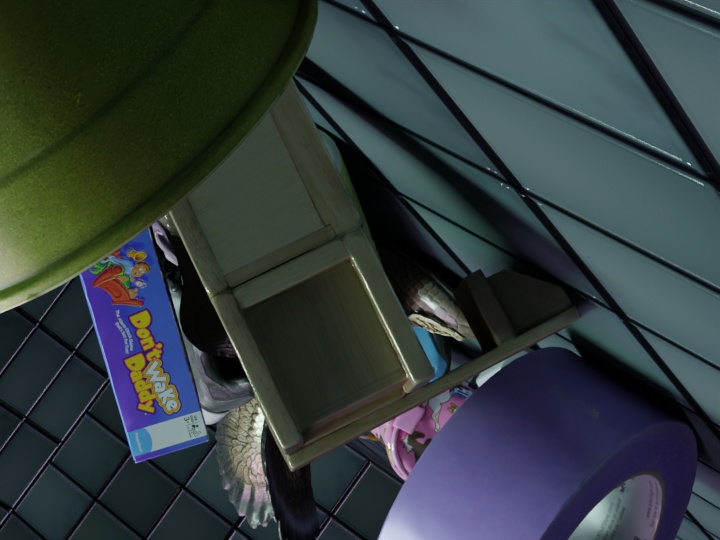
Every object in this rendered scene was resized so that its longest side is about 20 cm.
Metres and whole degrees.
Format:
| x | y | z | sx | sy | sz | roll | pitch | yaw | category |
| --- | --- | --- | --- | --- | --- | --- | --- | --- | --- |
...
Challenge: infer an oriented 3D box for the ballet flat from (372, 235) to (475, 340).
| x | y | z | sx | sy | sz | roll | pitch | yaw | category |
| --- | --- | --- | --- | --- | --- | --- | --- | --- | --- |
| 0.000 | 0.000 | 1.223 | 0.200 | 0.046 | 0.067 | 32 | 172 | 35 | ballet flat |

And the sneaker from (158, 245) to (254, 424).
| x | y | z | sx | sy | sz | roll | pitch | yaw | category |
| --- | --- | --- | --- | --- | --- | --- | --- | --- | --- |
| -0.123 | 0.014 | 1.349 | 0.090 | 0.066 | 0.201 | -16 | 112 | 46 | sneaker |

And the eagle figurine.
| x | y | z | sx | sy | sz | roll | pitch | yaw | category |
| --- | --- | --- | --- | --- | --- | --- | --- | --- | --- |
| -0.052 | 0.113 | 1.579 | 0.150 | 0.201 | 0.152 | 31 | 173 | 27 | eagle figurine |

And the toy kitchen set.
| x | y | z | sx | sy | sz | roll | pitch | yaw | category |
| --- | --- | --- | --- | --- | --- | --- | --- | --- | --- |
| -0.002 | -0.016 | 0.993 | 0.181 | 0.162 | 0.200 | 64 | 175 | 6 | toy kitchen set |

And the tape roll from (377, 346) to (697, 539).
| x | y | z | sx | sy | sz | roll | pitch | yaw | category |
| --- | --- | --- | --- | --- | --- | --- | --- | --- | --- |
| 0.098 | 0.150 | 1.098 | 0.085 | 0.200 | 0.200 | 33 | 172 | 29 | tape roll |

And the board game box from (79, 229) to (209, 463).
| x | y | z | sx | sy | sz | roll | pitch | yaw | category |
| --- | --- | --- | --- | --- | --- | --- | --- | --- | --- |
| -0.134 | 0.027 | 1.176 | 0.200 | 0.044 | 0.135 | -138 | 33 | -81 | board game box |

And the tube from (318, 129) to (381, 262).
| x | y | z | sx | sy | sz | roll | pitch | yaw | category |
| --- | --- | --- | --- | --- | --- | --- | --- | --- | --- |
| -0.018 | -0.017 | 1.115 | 0.200 | 0.052 | 0.058 | 66 | -165 | -64 | tube |

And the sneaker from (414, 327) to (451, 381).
| x | y | z | sx | sy | sz | roll | pitch | yaw | category |
| --- | --- | --- | --- | --- | --- | --- | --- | --- | --- |
| 0.016 | 0.032 | 1.335 | 0.082 | 0.074 | 0.200 | 22 | -172 | -33 | sneaker |

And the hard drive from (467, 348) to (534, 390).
| x | y | z | sx | sy | sz | roll | pitch | yaw | category |
| --- | --- | --- | --- | --- | --- | --- | --- | --- | --- |
| 0.139 | 0.103 | 1.306 | 0.132 | 0.027 | 0.200 | 37 | 174 | 2 | hard drive |

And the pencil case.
| x | y | z | sx | sy | sz | roll | pitch | yaw | category |
| --- | --- | --- | --- | --- | --- | --- | --- | --- | --- |
| 0.023 | 0.086 | 1.432 | 0.082 | 0.087 | 0.200 | -7 | -159 | -19 | pencil case |

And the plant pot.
| x | y | z | sx | sy | sz | roll | pitch | yaw | category |
| --- | --- | --- | --- | --- | --- | --- | --- | --- | --- |
| -0.149 | -0.119 | 0.696 | 0.193 | 0.200 | 0.200 | 54 | 165 | -28 | plant pot |

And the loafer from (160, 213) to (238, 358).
| x | y | z | sx | sy | sz | roll | pitch | yaw | category |
| --- | --- | --- | --- | --- | --- | --- | --- | --- | --- |
| -0.073 | -0.016 | 1.146 | 0.075 | 0.068 | 0.200 | 1 | 147 | 2 | loafer |

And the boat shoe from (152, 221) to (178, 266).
| x | y | z | sx | sy | sz | roll | pitch | yaw | category |
| --- | --- | --- | --- | --- | --- | --- | --- | --- | --- |
| -0.102 | -0.030 | 1.306 | 0.200 | 0.073 | 0.067 | 52 | 131 | 4 | boat shoe |
